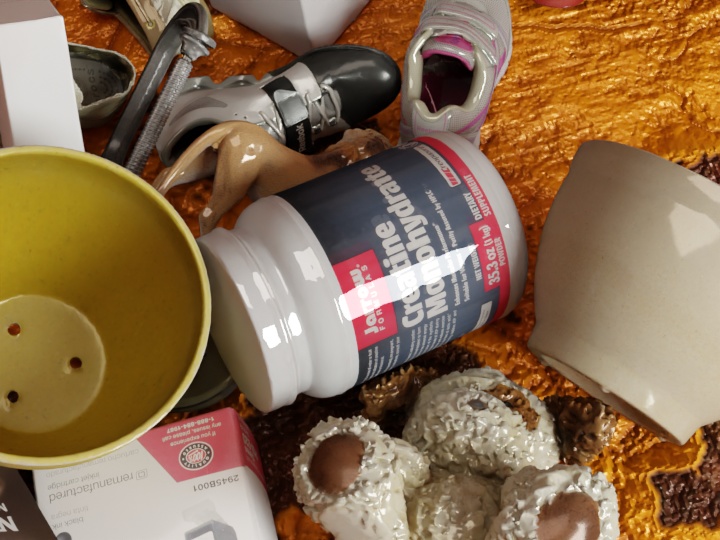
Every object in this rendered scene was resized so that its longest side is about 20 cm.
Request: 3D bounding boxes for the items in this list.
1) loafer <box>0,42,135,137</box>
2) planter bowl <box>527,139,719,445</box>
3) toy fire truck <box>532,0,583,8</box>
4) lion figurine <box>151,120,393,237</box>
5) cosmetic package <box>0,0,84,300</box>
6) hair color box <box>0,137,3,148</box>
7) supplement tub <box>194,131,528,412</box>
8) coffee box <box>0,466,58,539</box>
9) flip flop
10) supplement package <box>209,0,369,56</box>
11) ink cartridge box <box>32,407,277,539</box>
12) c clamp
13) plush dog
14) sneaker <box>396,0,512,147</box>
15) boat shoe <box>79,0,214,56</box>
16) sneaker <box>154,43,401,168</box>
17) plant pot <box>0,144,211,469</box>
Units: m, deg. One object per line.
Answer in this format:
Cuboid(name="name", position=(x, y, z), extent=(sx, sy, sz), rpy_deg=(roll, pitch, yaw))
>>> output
Cuboid(name="loafer", position=(-0.252, -0.146, 0.925), extent=(0.068, 0.200, 0.076), rpy_deg=(-29, 83, 37))
Cuboid(name="planter bowl", position=(0.193, 0.027, 0.793), extent=(0.200, 0.200, 0.135), rpy_deg=(31, 86, 20))
Cuboid(name="toy fire truck", position=(0.161, -0.321, 1.017), extent=(0.199, 0.113, 0.168), rpy_deg=(30, 52, 18))
Cuboid(name="lion figurine", position=(-0.061, -0.065, 0.879), extent=(0.072, 0.199, 0.123), rpy_deg=(43, 107, 37))
Cuboid(name="cosmetic package", position=(-0.225, -0.087, 0.860), extent=(0.050, 0.201, 0.083), rpy_deg=(-13, 28, -20))
Cuboid(name="hair color box", position=(-0.318, -0.126, 0.961), extent=(0.060, 0.099, 0.201), rpy_deg=(-20, 61, 20))
Cuboid(name="supplement tub", position=(0.000, 0.000, 0.827), extent=(0.199, 0.141, 0.141), rpy_deg=(-23, 63, -20))
Cuboid(name="coffee box", position=(-0.292, 0.142, 0.785), extent=(0.200, 0.113, 0.080), rpy_deg=(44, 113, 39))
Cuboid(name="flip flop", position=(-0.170, 0.038, 0.891), extent=(0.199, 0.058, 0.081), rpy_deg=(27, 65, 21))
Cuboid(name="supplement package", position=(-0.059, -0.285, 0.961), extent=(0.119, 0.200, 0.121), rpy_deg=(31, 70, 19))
Cuboid(name="ink cartridge box", position=(-0.123, 0.209, 0.788), extent=(0.145, 0.085, 0.201), rpy_deg=(-15, 65, -1))
Cuboid(name="c clamp", position=(-0.156, -0.114, 0.918), extent=(0.027, 0.171, 0.201), rpy_deg=(25, 86, -23))
Cuboid(name="plush dog", position=(0.072, 0.137, 0.787), extent=(0.199, 0.161, 0.172), rpy_deg=(11, 46, 16))
Cuboid(name="sneaker", position=(0.077, -0.166, 0.946), extent=(0.081, 0.088, 0.201), rpy_deg=(9, 65, 5))
Cuboid(name="boat shoe", position=(-0.211, -0.250, 1.032), extent=(0.066, 0.074, 0.200), rpy_deg=(-41, 66, -20))
Cuboid(name="sneaker", position=(-0.063, -0.113, 0.937), extent=(0.199, 0.074, 0.089), rpy_deg=(-13, 39, 9))
Cuboid(name="plant pot", position=(-0.207, 0.042, 0.782), extent=(0.199, 0.142, 0.201), rpy_deg=(7, 66, -16))
